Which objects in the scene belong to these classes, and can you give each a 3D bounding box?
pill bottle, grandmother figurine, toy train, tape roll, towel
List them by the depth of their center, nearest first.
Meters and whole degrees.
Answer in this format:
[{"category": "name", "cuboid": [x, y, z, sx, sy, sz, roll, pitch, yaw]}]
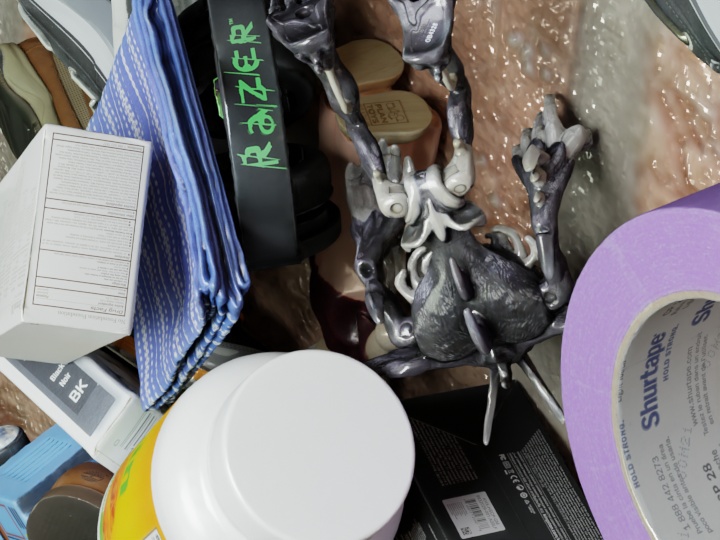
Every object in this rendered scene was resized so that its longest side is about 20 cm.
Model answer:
[{"category": "tape roll", "cuboid": [0.163, 0.064, 0.888, 0.200, 0.065, 0.202, 32, 132, 44]}, {"category": "towel", "cuboid": [-0.092, -0.027, 1.044, 0.200, 0.024, 0.146, 130, 126, -69]}, {"category": "pill bottle", "cuboid": [-0.045, 0.100, 1.045, 0.112, 0.110, 0.200, 64, 157, 8]}, {"category": "grandmother figurine", "cuboid": [0.000, 0.000, 1.115, 0.122, 0.060, 0.201, -103, 15, -48]}, {"category": "toy train", "cuboid": [-0.155, 0.178, 1.389, 0.114, 0.086, 0.201, 8, 130, 59]}]

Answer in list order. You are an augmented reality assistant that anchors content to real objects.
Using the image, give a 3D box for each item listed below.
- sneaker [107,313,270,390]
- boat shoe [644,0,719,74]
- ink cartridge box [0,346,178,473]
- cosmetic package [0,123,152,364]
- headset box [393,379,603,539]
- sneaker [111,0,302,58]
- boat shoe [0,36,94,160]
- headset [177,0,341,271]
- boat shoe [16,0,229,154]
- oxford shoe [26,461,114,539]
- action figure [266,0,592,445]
[{"category": "sneaker", "cuboid": [-0.106, 0.012, 1.261, 0.199, 0.078, 0.078, 31, 177, 40]}, {"category": "boat shoe", "cuboid": [0.131, -0.107, 0.846, 0.201, 0.068, 0.057, 57, 155, 29]}, {"category": "ink cartridge box", "cuboid": [-0.130, 0.071, 1.257, 0.200, 0.044, 0.198, 35, 176, 40]}, {"category": "cosmetic package", "cuboid": [-0.133, -0.006, 1.053, 0.200, 0.050, 0.083, 160, 119, -75]}, {"category": "headset box", "cuboid": [0.051, 0.176, 1.085, 0.149, 0.077, 0.201, -119, 28, -43]}, {"category": "sneaker", "cuboid": [-0.077, -0.170, 1.133, 0.099, 0.070, 0.202, -28, 65, 33]}, {"category": "boat shoe", "cuboid": [-0.134, -0.064, 1.249, 0.200, 0.073, 0.076, 55, 159, 39]}, {"category": "headset", "cuboid": [-0.060, -0.056, 1.041, 0.200, 0.093, 0.125, 94, 167, -82]}, {"category": "boat shoe", "cuboid": [-0.113, -0.104, 1.203, 0.199, 0.074, 0.068, 39, 154, 20]}, {"category": "oxford shoe", "cuboid": [-0.082, 0.166, 1.293, 0.199, 0.071, 0.071, 36, 118, -3]}, {"category": "action figure", "cuboid": [0.039, -0.032, 0.976, 0.118, 0.102, 0.201, -12, 120, 19]}]
